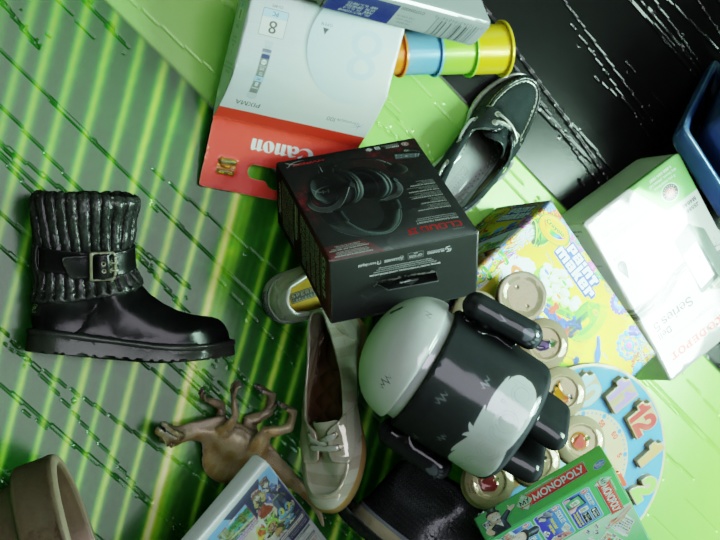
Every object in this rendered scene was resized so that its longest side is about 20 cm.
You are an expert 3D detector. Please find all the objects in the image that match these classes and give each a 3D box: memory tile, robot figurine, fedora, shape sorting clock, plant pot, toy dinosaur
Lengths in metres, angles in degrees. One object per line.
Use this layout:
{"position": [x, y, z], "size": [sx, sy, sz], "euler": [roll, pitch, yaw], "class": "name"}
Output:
{"position": [0.139, 0.113, 1.621], "size": [0.152, 0.017, 0.201], "euler": [-21, 85, -13], "class": "memory tile"}
{"position": [0.094, 0.109, 1.544], "size": [0.199, 0.125, 0.151], "euler": [32, 75, -3], "class": "robot figurine"}
{"position": [0.074, 0.250, 1.651], "size": [0.200, 0.201, 0.092], "euler": [37, 88, -19], "class": "fedora"}
{"position": [0.221, 0.190, 1.675], "size": [0.199, 0.039, 0.202], "euler": [-4, 98, -29], "class": "shape sorting clock"}
{"position": [0.456, -0.145, 1.815], "size": [0.200, 0.179, 0.200], "euler": [54, 36, -15], "class": "plant pot"}
{"position": [-0.319, 0.283, 1.492], "size": [0.174, 0.200, 0.202], "euler": [-18, 96, -6], "class": "plant pot"}
{"position": [-0.107, 0.168, 1.659], "size": [0.199, 0.058, 0.102], "euler": [28, 94, -20], "class": "toy dinosaur"}

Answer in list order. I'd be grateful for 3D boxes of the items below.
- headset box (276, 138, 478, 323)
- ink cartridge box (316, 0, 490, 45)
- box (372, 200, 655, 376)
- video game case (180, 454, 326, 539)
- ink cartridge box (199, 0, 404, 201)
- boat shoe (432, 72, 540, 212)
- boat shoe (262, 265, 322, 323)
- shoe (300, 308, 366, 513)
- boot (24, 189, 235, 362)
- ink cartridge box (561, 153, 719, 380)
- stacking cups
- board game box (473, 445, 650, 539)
{"position": [0.016, -0.036, 1.617], "size": [0.148, 0.200, 0.078], "euler": [-11, 126, -14], "class": "headset box"}
{"position": [0.017, -0.324, 1.675], "size": [0.195, 0.043, 0.201], "euler": [8, 49, -37], "class": "ink cartridge box"}
{"position": [0.158, 0.068, 1.731], "size": [0.192, 0.122, 0.200], "euler": [-40, 103, -19], "class": "box"}
{"position": [-0.121, 0.301, 1.613], "size": [0.200, 0.023, 0.183], "euler": [-48, 135, -17], "class": "video game case"}
{"position": [-0.059, -0.162, 1.654], "size": [0.159, 0.047, 0.201], "euler": [10, 100, -22], "class": "ink cartridge box"}
{"position": [0.132, -0.127, 1.759], "size": [0.076, 0.060, 0.201], "euler": [40, 74, -18], "class": "boat shoe"}
{"position": [0.000, 0.000, 1.691], "size": [0.199, 0.070, 0.071], "euler": [-20, 97, -23], "class": "boat shoe"}
{"position": [-0.033, 0.132, 1.627], "size": [0.053, 0.070, 0.201], "euler": [33, 54, -52], "class": "shoe"}
{"position": [-0.212, 0.006, 1.592], "size": [0.210, 0.079, 0.159], "euler": [6, 86, -23], "class": "boot"}
{"position": [0.316, -0.002, 1.824], "size": [0.145, 0.084, 0.201], "euler": [-35, 102, -21], "class": "ink cartridge box"}
{"position": [0.057, -0.220, 1.735], "size": [0.199, 0.060, 0.061], "euler": [-7, 92, -19], "class": "stacking cups"}
{"position": [0.196, 0.248, 1.600], "size": [0.134, 0.029, 0.200], "euler": [-31, 144, 1], "class": "board game box"}
